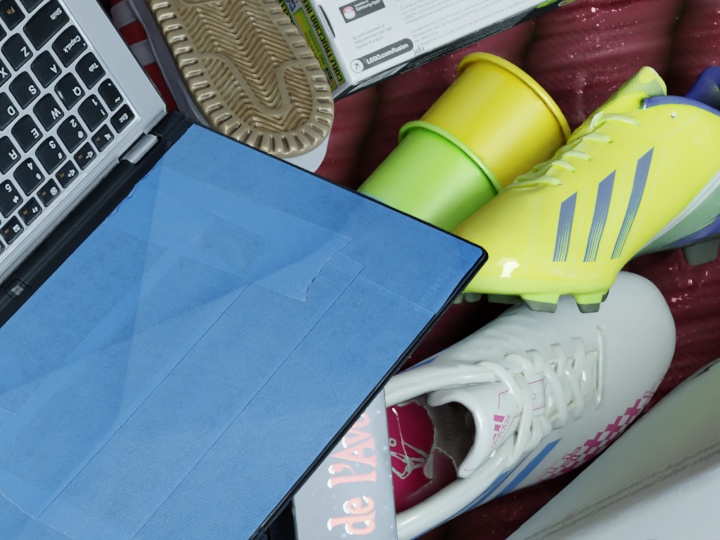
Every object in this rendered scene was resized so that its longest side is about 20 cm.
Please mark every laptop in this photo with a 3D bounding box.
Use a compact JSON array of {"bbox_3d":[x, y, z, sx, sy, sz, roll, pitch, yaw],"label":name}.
[{"bbox_3d":[-0.095,-0.020,0.857,0.187,0.115,0.201,-49,116,-35],"label":"laptop"}]

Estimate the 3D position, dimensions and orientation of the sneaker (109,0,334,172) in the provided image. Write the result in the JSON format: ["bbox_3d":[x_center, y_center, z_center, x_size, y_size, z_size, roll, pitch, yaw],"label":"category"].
[{"bbox_3d":[-0.069,-0.081,1.093,0.071,0.113,0.201,-7,51,-19],"label":"sneaker"}]

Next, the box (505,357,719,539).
[{"bbox_3d":[0.179,0.095,1.040,0.200,0.199,0.131,-35,92,-43],"label":"box"}]

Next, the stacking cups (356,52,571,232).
[{"bbox_3d":[0.000,0.000,1.095,0.061,0.060,0.200,46,67,-6],"label":"stacking cups"}]

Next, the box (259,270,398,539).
[{"bbox_3d":[-0.027,0.099,0.979,0.037,0.136,0.202,-6,94,-21],"label":"box"}]

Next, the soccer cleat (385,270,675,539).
[{"bbox_3d":[0.056,0.055,1.088,0.199,0.086,0.070,-28,89,-26],"label":"soccer cleat"}]

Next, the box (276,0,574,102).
[{"bbox_3d":[0.051,-0.156,1.162,0.199,0.035,0.111,-24,87,-23],"label":"box"}]

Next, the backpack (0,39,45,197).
[{"bbox_3d":[-0.183,-0.017,0.967,0.199,0.183,0.135,-16,78,-28],"label":"backpack"}]

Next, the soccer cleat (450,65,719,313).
[{"bbox_3d":[0.094,-0.035,1.102,0.200,0.064,0.084,-19,113,-49],"label":"soccer cleat"}]
